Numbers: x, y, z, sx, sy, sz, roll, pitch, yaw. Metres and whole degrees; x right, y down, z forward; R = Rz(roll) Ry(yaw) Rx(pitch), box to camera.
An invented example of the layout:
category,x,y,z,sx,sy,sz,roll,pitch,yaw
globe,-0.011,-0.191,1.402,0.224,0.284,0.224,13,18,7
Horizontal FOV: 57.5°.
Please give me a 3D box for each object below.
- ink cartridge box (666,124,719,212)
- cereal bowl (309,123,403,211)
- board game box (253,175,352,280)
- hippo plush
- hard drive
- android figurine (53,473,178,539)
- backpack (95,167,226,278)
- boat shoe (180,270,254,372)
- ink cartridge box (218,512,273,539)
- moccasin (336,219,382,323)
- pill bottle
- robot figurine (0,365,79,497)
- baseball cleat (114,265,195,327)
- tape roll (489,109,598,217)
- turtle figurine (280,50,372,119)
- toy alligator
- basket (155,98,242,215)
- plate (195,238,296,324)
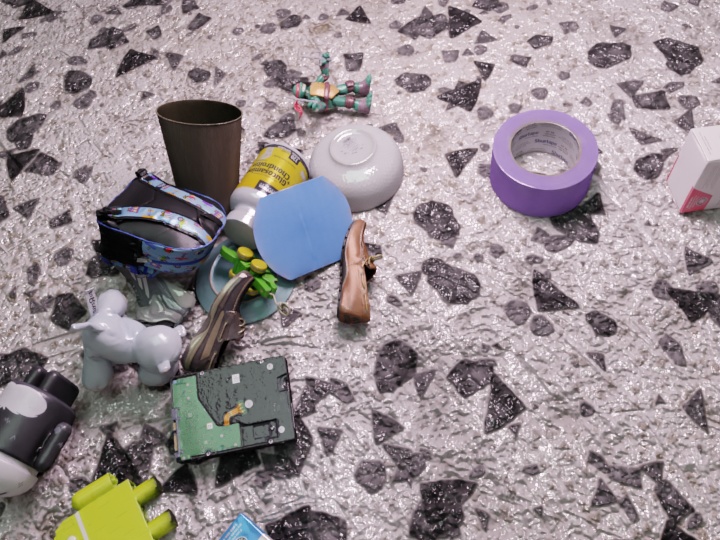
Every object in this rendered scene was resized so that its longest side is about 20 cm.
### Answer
category,x,y,z,sx,sy,sz,roll,pitch,yaw
ink cartridge box,0.682,-0.189,1.184,0.196,0.147,0.084,-7,57,1
cereal bowl,-0.012,-0.221,1.322,0.196,0.084,0.203,-3,59,5
board game box,-0.109,-0.079,1.228,0.197,0.039,0.161,-23,102,-23
hippo plush,-0.377,0.111,1.112,0.157,0.202,0.161,10,45,-8
hard drive,-0.209,0.228,1.078,0.196,0.038,0.142,-11,68,-1
android figurine,-0.384,0.407,0.999,0.198,0.041,0.183,-29,60,-14
backpack,-0.348,-0.070,1.183,0.196,0.136,0.184,17,39,1
boat shoe,-0.233,0.097,1.144,0.073,0.074,0.202,31,91,2
ink cartridge box,-0.122,0.460,0.872,0.198,0.146,0.148,33,66,23
moccasin,0.000,-0.001,1.190,0.076,0.074,0.204,4,55,-2
pill bottle,-0.183,-0.142,1.265,0.110,0.113,0.202,15,55,15
robot figurine,-0.543,0.261,1.061,0.124,0.150,0.202,33,60,-17
baseball cleat,-0.402,0.040,1.212,0.197,0.070,0.107,24,67,23
tape roll,0.352,-0.209,1.272,0.196,0.086,0.203,-3,57,5
turtle figurine,-0.075,-0.394,1.428,0.196,0.101,0.153,4,72,-9
toy alligator,-0.178,0.015,1.184,0.199,0.060,0.054,39,29,26
basket,-0.299,-0.207,1.260,0.178,0.203,0.136,18,35,26
plate,-0.217,0.007,1.237,0.196,0.026,0.203,-2,58,4
